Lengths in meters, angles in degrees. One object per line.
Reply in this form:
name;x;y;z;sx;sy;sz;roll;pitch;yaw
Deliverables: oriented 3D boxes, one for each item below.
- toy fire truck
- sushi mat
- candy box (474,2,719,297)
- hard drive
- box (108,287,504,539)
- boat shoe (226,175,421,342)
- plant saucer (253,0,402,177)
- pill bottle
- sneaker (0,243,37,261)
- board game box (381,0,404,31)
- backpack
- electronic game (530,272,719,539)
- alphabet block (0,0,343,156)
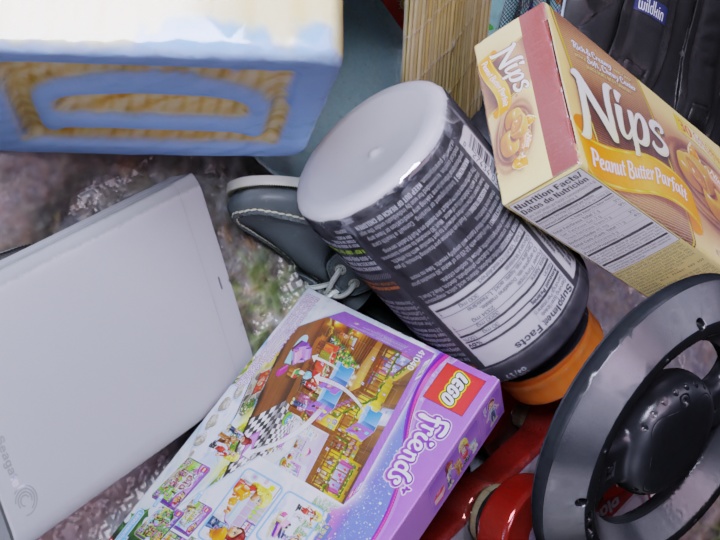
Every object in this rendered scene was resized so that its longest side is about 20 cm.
toy fire truck;0.112;0.167;0.881;0.200;0.112;0.168;-40;123;-30
sushi mat;0.051;-0.136;0.805;0.012;0.200;0.096;28;58;19
candy box;0.154;-0.057;0.800;0.200;0.055;0.116;27;44;-41
hard drive;-0.140;0.042;0.730;0.200;0.026;0.132;-35;114;-50
box;-0.029;0.117;0.762;0.200;0.137;0.039;-52;151;-24
boat shoe;0.000;0.000;0.846;0.200;0.073;0.062;26;66;-32
plant saucer;-0.021;-0.138;0.873;0.201;0.039;0.202;5;81;-32
pill bottle;0.062;-0.006;0.790;0.200;0.106;0.106;47;61;-31
sneaker;-0.229;0.066;0.689;0.200;0.075;0.116;-22;97;-34
board game box;0.027;-0.235;0.799;0.200;0.040;0.153;30;58;-72
backpack;0.176;-0.183;0.938;0.177;0.150;0.200;22;79;-33
electronic game;0.175;0.094;0.803;0.200;0.042;0.200;-23;128;-32
alphabet block;-0.112;-0.177;0.698;0.195;0.196;0.201;0;82;-10
